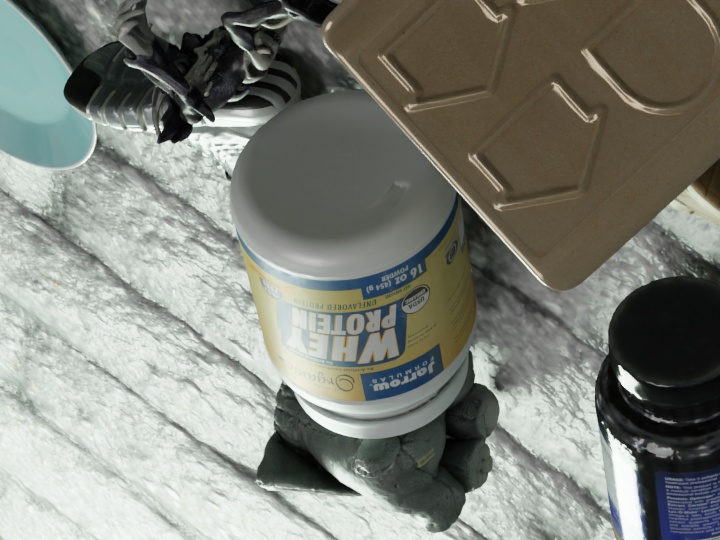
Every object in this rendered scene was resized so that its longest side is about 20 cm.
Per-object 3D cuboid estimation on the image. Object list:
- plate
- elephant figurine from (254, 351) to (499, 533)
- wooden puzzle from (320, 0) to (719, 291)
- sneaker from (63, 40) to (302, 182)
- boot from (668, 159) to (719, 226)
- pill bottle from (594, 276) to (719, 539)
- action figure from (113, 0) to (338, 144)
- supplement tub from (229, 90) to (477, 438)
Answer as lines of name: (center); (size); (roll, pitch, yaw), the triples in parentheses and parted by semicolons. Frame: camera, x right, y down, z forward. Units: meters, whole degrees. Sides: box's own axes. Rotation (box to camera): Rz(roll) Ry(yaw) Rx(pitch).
plate: (-0.265, -0.154, 1.914); (0.199, 0.026, 0.201); (28, 150, 18)
elephant figurine: (-0.014, 0.109, 1.875); (0.199, 0.142, 0.155); (10, 146, 35)
wooden puzzle: (0.108, -0.119, 1.413); (0.200, 0.185, 0.046); (46, -164, -5)
sneaker: (-0.106, -0.089, 1.776); (0.199, 0.075, 0.116); (10, 143, 40)
boot: (0.160, -0.057, 1.514); (0.199, 0.073, 0.156); (31, 155, 1)
pill bottle: (0.203, 0.100, 1.644); (0.111, 0.112, 0.201); (23, 147, 27)
action figure: (-0.087, -0.154, 1.619); (0.102, 0.119, 0.200); (45, 139, -15)
supplement tub: (0.000, 0.000, 1.702); (0.144, 0.145, 0.201); (23, 148, 26)
